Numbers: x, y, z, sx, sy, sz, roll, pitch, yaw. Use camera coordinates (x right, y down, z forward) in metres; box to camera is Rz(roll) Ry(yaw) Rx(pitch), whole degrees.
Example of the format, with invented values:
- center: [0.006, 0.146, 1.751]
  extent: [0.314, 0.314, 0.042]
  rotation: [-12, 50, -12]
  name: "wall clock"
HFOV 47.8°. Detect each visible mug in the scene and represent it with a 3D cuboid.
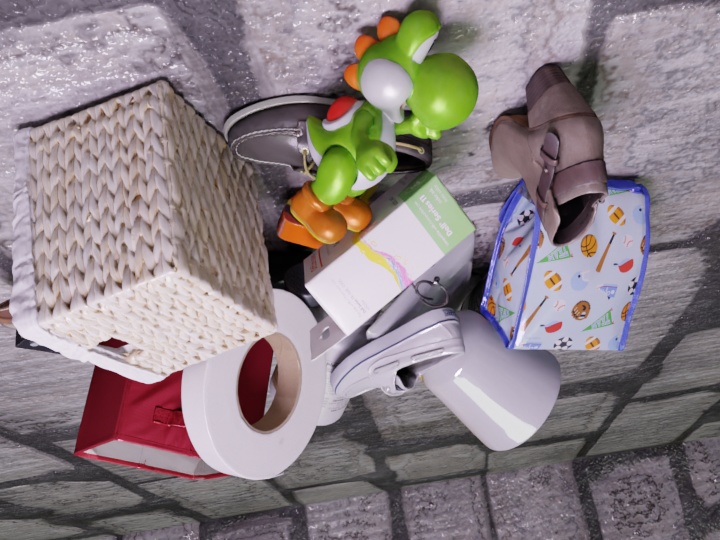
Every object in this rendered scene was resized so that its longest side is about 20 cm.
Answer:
- center: [0.145, 0.142, 1.071]
  extent: [0.152, 0.151, 0.186]
  rotation: [35, 124, -20]
  name: "mug"

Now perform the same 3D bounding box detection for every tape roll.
- center: [-0.109, 0.121, 0.881]
  extent: [0.036, 0.207, 0.202]
  rotation: [2, 165, 35]
  name: "tape roll"

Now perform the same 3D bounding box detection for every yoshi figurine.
- center: [0.029, -0.113, 0.686]
  extent: [0.110, 0.113, 0.202]
  rotation: [14, 120, -32]
  name: "yoshi figurine"

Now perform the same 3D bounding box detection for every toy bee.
- center: [0.008, -0.044, 0.918]
  extent: [0.199, 0.110, 0.130]
  rotation: [37, 140, -23]
  name: "toy bee"

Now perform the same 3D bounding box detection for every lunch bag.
- center: [0.252, -0.016, 0.992]
  extent: [0.166, 0.124, 0.204]
  rotation: [0, 116, -17]
  name: "lunch bag"

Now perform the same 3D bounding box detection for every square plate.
- center: [0.088, 0.052, 1.086]
  extent: [0.198, 0.028, 0.201]
  rotation: [-44, 160, -14]
  name: "square plate"

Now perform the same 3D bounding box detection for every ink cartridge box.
- center: [0.007, -0.011, 0.799]
  extent: [0.199, 0.068, 0.117]
  rotation: [-40, -168, 3]
  name: "ink cartridge box"

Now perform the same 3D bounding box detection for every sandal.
- center: [-0.001, 0.000, 0.982]
  extent: [0.197, 0.076, 0.043]
  rotation: [-16, 135, -19]
  name: "sandal"

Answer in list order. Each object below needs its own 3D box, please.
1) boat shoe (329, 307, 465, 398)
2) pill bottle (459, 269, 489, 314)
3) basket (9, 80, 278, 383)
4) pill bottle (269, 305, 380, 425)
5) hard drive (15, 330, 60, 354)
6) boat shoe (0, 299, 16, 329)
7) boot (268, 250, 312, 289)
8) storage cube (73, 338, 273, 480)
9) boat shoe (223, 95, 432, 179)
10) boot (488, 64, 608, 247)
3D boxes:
- center: [0.041, 0.118, 0.991]
  extent: [0.199, 0.066, 0.073]
  rotation: [-37, 149, 32]
  name: "boat shoe"
- center: [0.208, 0.061, 1.174]
  extent: [0.114, 0.119, 0.201]
  rotation: [-2, 155, -15]
  name: "pill bottle"
- center: [-0.192, -0.026, 0.746]
  extent: [0.158, 0.204, 0.198]
  rotation: [-18, 155, 15]
  name: "basket"
- center: [-0.041, 0.097, 1.091]
  extent: [0.113, 0.115, 0.202]
  rotation: [7, 121, -31]
  name: "pill bottle"
- center: [-0.352, 0.064, 1.085]
  extent: [0.138, 0.039, 0.198]
  rotation: [16, 147, -43]
  name: "hard drive"
- center: [-0.334, 0.008, 0.934]
  extent: [0.197, 0.073, 0.076]
  rotation: [-21, -163, 9]
  name: "boat shoe"
- center: [-0.127, -0.003, 0.976]
  extent: [0.159, 0.075, 0.199]
  rotation: [-1, 155, -21]
  name: "boot"
- center: [-0.217, 0.138, 0.965]
  extent: [0.169, 0.183, 0.199]
  rotation: [20, 153, -28]
  name: "storage cube"
- center: [-0.028, -0.120, 0.764]
  extent: [0.197, 0.062, 0.072]
  rotation: [-5, 155, -9]
  name: "boat shoe"
- center: [0.180, -0.092, 0.791]
  extent: [0.069, 0.149, 0.201]
  rotation: [-8, 156, -6]
  name: "boot"
